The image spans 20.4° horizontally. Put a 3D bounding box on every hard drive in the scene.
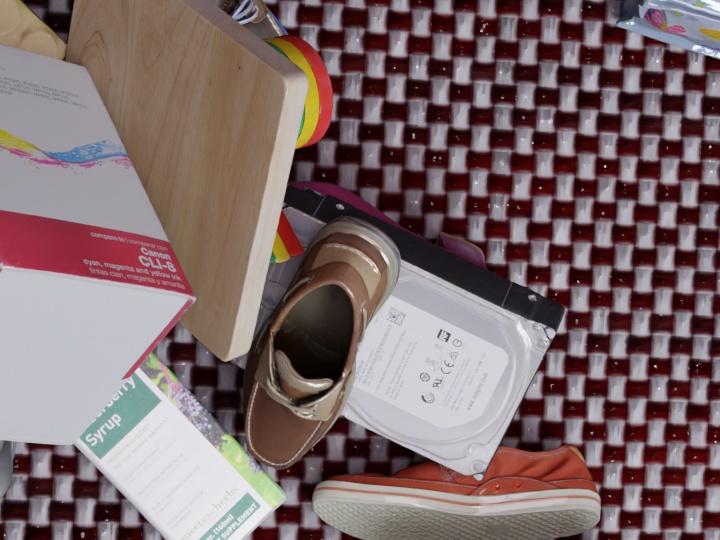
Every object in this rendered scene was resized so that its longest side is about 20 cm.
[{"bbox_3d":[0.017,0.041,1.316,0.199,0.038,0.140,26,125,3],"label":"hard drive"}]

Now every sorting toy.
[{"bbox_3d":[-0.101,-0.084,1.248,0.069,0.199,0.201,-17,134,-40],"label":"sorting toy"}]

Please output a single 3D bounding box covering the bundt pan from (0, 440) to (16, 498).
[{"bbox_3d":[-0.310,0.124,1.266,0.201,0.076,0.203,-8,112,-20],"label":"bundt pan"}]

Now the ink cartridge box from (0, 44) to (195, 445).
[{"bbox_3d":[-0.222,-0.021,1.192,0.144,0.200,0.145,10,132,-44],"label":"ink cartridge box"}]

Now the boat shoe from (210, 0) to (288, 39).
[{"bbox_3d":[-0.105,-0.176,1.324,0.072,0.072,0.200,-43,100,-7],"label":"boat shoe"}]

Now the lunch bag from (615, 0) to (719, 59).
[{"bbox_3d":[0.295,-0.223,1.376,0.199,0.127,0.170,14,88,-2],"label":"lunch bag"}]

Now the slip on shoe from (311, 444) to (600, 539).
[{"bbox_3d":[0.065,0.151,1.382,0.199,0.074,0.061,-2,58,-5],"label":"slip on shoe"}]

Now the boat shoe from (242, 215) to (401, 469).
[{"bbox_3d":[-0.037,0.056,1.276,0.075,0.072,0.200,23,127,5],"label":"boat shoe"}]

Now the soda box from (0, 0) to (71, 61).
[{"bbox_3d":[-0.282,-0.185,1.293,0.200,0.064,0.068,43,84,-10],"label":"soda box"}]

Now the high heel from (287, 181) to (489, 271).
[{"bbox_3d":[0.000,0.000,1.337,0.199,0.096,0.068,19,118,-17],"label":"high heel"}]

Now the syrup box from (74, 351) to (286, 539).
[{"bbox_3d":[-0.148,0.101,1.324,0.079,0.081,0.200,-43,101,-7],"label":"syrup box"}]
